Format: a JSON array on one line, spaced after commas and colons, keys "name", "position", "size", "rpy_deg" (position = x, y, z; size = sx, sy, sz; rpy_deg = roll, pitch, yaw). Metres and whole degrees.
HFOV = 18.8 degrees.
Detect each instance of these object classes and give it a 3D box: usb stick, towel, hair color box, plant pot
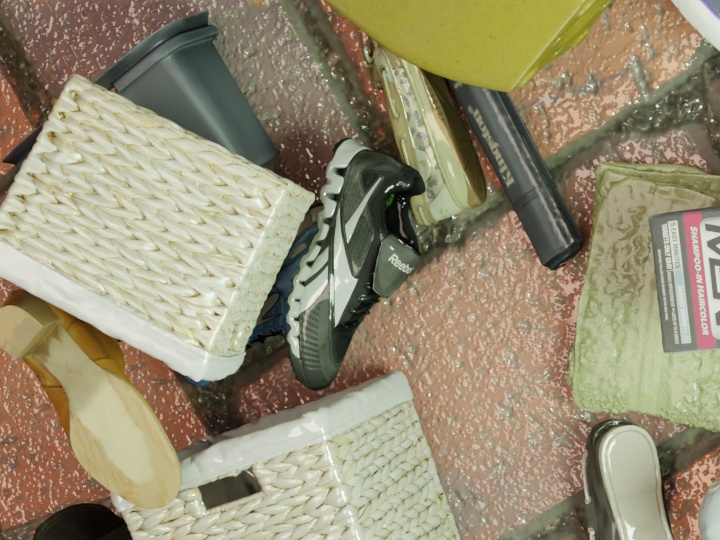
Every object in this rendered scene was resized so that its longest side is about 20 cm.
[{"name": "usb stick", "position": [0.118, -0.095, 1.714], "size": [0.032, 0.055, 0.201], "rpy_deg": [-24, 82, -17]}, {"name": "towel", "position": [0.240, 0.019, 1.677], "size": [0.147, 0.036, 0.201], "rpy_deg": [9, 96, 21]}, {"name": "hair color box", "position": [0.308, -0.002, 1.516], "size": [0.199, 0.061, 0.100], "rpy_deg": [-7, 91, 22]}, {"name": "plant pot", "position": [0.099, -0.254, 1.615], "size": [0.200, 0.194, 0.196], "rpy_deg": [45, 134, 7]}]

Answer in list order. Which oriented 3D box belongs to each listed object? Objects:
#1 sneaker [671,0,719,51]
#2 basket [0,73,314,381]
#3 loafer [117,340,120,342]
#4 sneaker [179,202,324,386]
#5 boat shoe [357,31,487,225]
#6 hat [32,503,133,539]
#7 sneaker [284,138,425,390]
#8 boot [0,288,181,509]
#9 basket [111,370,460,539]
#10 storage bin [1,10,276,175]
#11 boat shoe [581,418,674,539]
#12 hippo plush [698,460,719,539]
[{"name": "sneaker", "position": [0.286, -0.262, 1.613], "size": [0.146, 0.080, 0.201], "rpy_deg": [-44, 71, 25]}, {"name": "basket", "position": [-0.158, -0.031, 1.631], "size": [0.199, 0.198, 0.162], "rpy_deg": [26, 91, 5]}, {"name": "loafer", "position": [-0.148, -0.007, 1.764], "size": [0.200, 0.070, 0.068], "rpy_deg": [-35, 83, 9]}, {"name": "sneaker", "position": [-0.073, 0.035, 1.789], "size": [0.200, 0.078, 0.090], "rpy_deg": [-43, 84, 22]}, {"name": "boat shoe", "position": [0.036, -0.136, 1.733], "size": [0.062, 0.073, 0.201], "rpy_deg": [-23, 85, 19]}, {"name": "hat", "position": [-0.173, 0.252, 1.777], "size": [0.201, 0.200, 0.081], "rpy_deg": [48, 115, 13]}, {"name": "sneaker", "position": [0.000, 0.000, 1.704], "size": [0.090, 0.066, 0.201], "rpy_deg": [13, 87, 30]}, {"name": "boot", "position": [-0.196, 0.088, 1.664], "size": [0.071, 0.144, 0.201], "rpy_deg": [-42, 88, 10]}, {"name": "basket", "position": [-0.052, 0.194, 1.721], "size": [0.197, 0.200, 0.162], "rpy_deg": [-21, 91, 23]}, {"name": "storage bin", "position": [-0.175, -0.099, 1.797], "size": [0.200, 0.146, 0.135], "rpy_deg": [-37, 89, 20]}, {"name": "boat shoe", "position": [0.212, 0.214, 1.699], "size": [0.066, 0.057, 0.201], "rpy_deg": [-8, 95, -13]}, {"name": "hippo plush", "position": [0.330, 0.196, 1.582], "size": [0.199, 0.161, 0.160], "rpy_deg": [-7, 90, 23]}]
